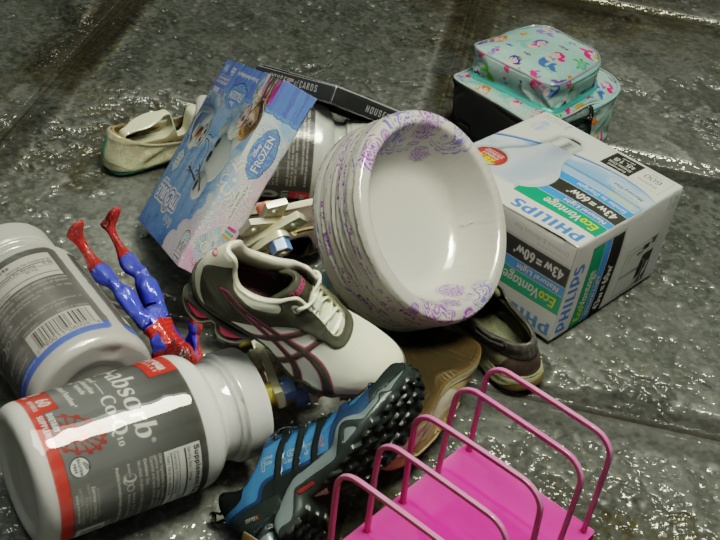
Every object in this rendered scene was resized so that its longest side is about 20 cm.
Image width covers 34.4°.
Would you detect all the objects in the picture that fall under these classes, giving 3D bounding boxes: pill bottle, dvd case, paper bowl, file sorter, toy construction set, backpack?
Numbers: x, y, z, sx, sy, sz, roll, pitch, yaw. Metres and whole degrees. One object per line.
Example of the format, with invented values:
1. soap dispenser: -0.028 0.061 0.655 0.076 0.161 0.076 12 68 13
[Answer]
1. pill bottle: -0.090 -0.137 1.322 0.199 0.111 0.111 4 37 -6
2. dvd case: -0.008 -0.194 1.380 0.200 0.025 0.150 14 7 -44
3. paper bowl: 0.037 -0.042 1.093 0.104 0.201 0.201 -16 14 45
4. pill bottle: -0.279 0.048 1.033 0.114 0.114 0.200 -18 44 -31
5. file sorter: 0.086 0.185 0.914 0.139 0.126 0.200 32 43 29
6. toy construction set: -0.083 0.039 1.051 0.092 0.131 0.201 -7 70 -3
7. pill bottle: -0.180 0.134 0.936 0.200 0.116 0.116 -17 43 -30
8. backpack: 0.229 -0.223 1.481 0.200 0.151 0.177 -20 43 -40

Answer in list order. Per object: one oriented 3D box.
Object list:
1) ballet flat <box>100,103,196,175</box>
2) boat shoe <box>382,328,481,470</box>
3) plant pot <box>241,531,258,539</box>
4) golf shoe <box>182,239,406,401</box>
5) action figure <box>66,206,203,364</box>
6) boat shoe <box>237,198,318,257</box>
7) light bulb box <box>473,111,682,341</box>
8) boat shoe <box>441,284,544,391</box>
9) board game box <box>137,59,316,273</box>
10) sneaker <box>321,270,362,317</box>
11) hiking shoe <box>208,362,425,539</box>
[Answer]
1. ballet flat: -0.212 -0.164 1.372 0.200 0.062 0.067 -23 47 -36
2. boat shoe: 0.053 0.113 1.054 0.074 0.067 0.200 21 27 19
3. plant pot: -0.005 0.246 0.785 0.200 0.200 0.028 29 74 25
4. golf shoe: -0.045 0.043 0.944 0.200 0.088 0.077 25 56 -13
5. action figure: -0.185 0.026 1.049 0.065 0.099 0.200 -26 81 -38
6. boat shoe: -0.071 -0.042 1.241 0.200 0.072 0.060 -9 80 -40
7. light bulb box: 0.201 -0.055 1.259 0.198 0.125 0.200 34 43 30
8. boat shoe: 0.118 0.037 1.168 0.072 0.066 0.201 -16 42 -25
9. board game box: -0.140 -0.106 1.156 0.043 0.199 0.200 28 3 -26
10. sneaker: 0.000 0.000 1.179 0.082 0.074 0.200 -10 25 42
11. hiking shoe: -0.034 0.141 0.926 0.087 0.074 0.200 36 78 33
